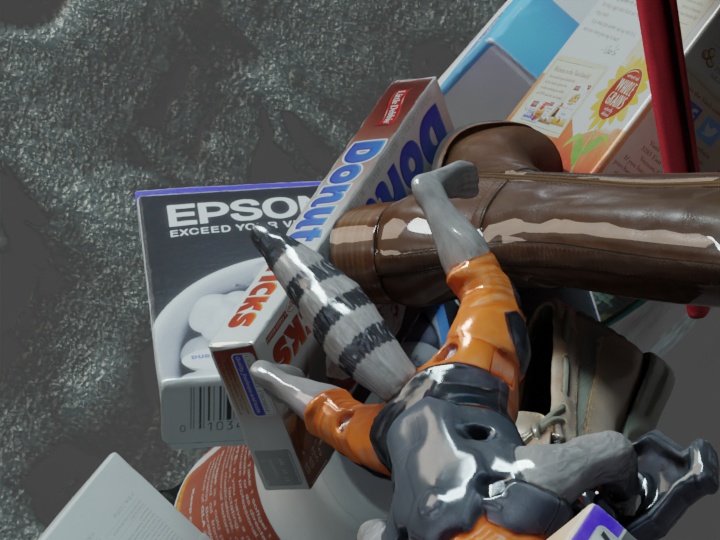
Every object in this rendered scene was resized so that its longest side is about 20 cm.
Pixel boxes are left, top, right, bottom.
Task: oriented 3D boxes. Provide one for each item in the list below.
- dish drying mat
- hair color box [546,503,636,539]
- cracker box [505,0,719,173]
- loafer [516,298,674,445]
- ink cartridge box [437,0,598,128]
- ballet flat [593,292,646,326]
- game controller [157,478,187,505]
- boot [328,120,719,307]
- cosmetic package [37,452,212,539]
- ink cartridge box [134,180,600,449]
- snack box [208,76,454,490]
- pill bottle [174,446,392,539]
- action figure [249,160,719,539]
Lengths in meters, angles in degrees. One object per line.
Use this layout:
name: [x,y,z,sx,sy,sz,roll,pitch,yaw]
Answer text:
dish drying mat: [0.133,-0.085,1.236,0.018,0.201,0.077,-9,17,8]
hair color box: [0.012,0.159,0.812,0.200,0.065,0.109,-43,5,45]
cracker box: [0.163,-0.116,1.350,0.200,0.058,0.134,-53,19,1]
loafer: [0.067,0.074,1.102,0.072,0.063,0.200,-47,3,29]
ink cartridge box: [0.146,-0.111,1.542,0.200,0.146,0.147,-50,3,-29]
ballet flat: [0.100,0.006,1.445,0.200,0.071,0.069,-45,11,49]
game controller: [-0.108,0.206,1.538,0.105,0.042,0.201,-69,-10,-53]
boot: [0.113,-0.024,1.165,0.199,0.065,0.186,-4,17,31]
cosmetic package: [-0.103,0.188,1.264,0.052,0.151,0.200,-48,2,30]
ink cartridge box: [0.000,0.000,1.289,0.200,0.197,0.044,-104,13,-55]
snack box: [-0.003,0.002,1.187,0.024,0.072,0.200,-4,32,29]
pill bottle: [-0.010,0.105,1.357,0.112,0.112,0.200,-50,4,-29]
action figure: [0.009,0.079,0.988,0.200,0.105,0.194,-40,45,12]
